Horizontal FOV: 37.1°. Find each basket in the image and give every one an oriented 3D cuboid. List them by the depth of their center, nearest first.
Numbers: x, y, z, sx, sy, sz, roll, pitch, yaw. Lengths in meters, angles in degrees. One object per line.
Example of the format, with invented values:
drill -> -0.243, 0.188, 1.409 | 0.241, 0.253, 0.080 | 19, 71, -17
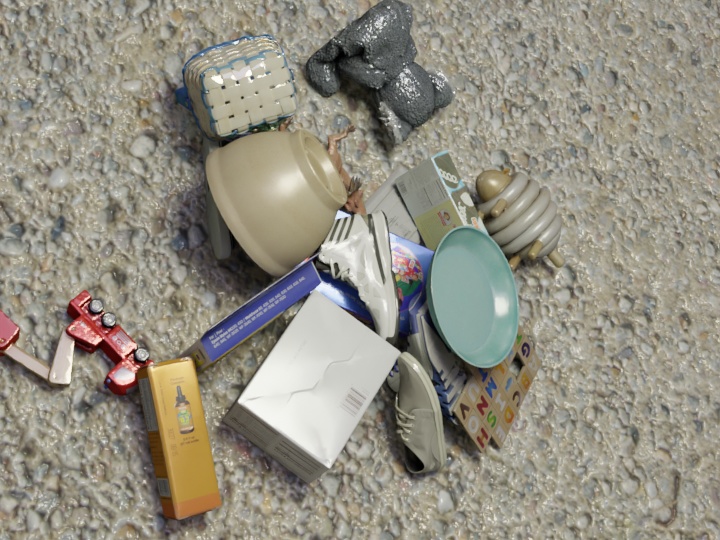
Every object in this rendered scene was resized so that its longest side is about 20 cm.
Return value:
basket -> -0.180, -0.266, 1.571 | 0.174, 0.200, 0.141 | -18, 114, -8

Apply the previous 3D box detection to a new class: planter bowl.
planter bowl -> -0.103, -0.111, 1.488 | 0.134, 0.200, 0.202 | -30, 79, 16

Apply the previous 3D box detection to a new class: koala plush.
koala plush -> 0.049, -0.309, 1.702 | 0.177, 0.183, 0.201 | -38, 97, -28

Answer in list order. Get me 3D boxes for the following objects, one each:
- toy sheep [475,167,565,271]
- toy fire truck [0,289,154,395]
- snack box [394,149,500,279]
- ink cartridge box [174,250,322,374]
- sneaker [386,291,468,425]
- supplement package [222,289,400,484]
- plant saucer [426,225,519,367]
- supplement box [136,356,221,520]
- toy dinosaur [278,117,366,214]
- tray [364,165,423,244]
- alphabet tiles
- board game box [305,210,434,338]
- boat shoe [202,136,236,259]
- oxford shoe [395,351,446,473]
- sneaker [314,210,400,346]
toy sheep -> 0.252, -0.078, 1.700 | 0.201, 0.137, 0.138 | 51, 61, -12
toy fire truck -> -0.386, 0.105, 1.433 | 0.200, 0.049, 0.141 | 46, 62, 1
snack box -> 0.134, -0.071, 1.639 | 0.037, 0.116, 0.202 | -26, 91, -30
ink cartridge box -> -0.147, 0.065, 1.451 | 0.197, 0.200, 0.047 | -36, 93, -28
sneaker -> 0.083, 0.131, 1.548 | 0.081, 0.114, 0.202 | -43, 125, -44
supplement package -> -0.067, 0.162, 1.493 | 0.155, 0.111, 0.201 | 36, 62, -3
plant saucer -> 0.152, 0.039, 1.517 | 0.199, 0.036, 0.203 | 15, 70, -44
supplement box -> -0.239, 0.219, 1.408 | 0.066, 0.069, 0.203 | -9, 88, -28
toy dinosaur -> -0.071, -0.152, 1.615 | 0.197, 0.086, 0.137 | 9, 54, -19
tray -> 0.049, -0.072, 1.680 | 0.107, 0.022, 0.200 | 42, 62, -2
alphabet tiles -> 0.199, 0.160, 1.594 | 0.168, 0.007, 0.201 | 56, 52, -34
board game box -> 0.000, 0.000, 1.602 | 0.198, 0.045, 0.136 | 23, 76, -9
boat shoe -> -0.192, -0.113, 1.579 | 0.063, 0.071, 0.203 | 0, 68, -19
oxford shoe -> 0.077, 0.207, 1.506 | 0.057, 0.075, 0.202 | -23, 121, -20
sneaker -> -0.007, 0.018, 1.546 | 0.114, 0.076, 0.203 | -7, 75, -6
